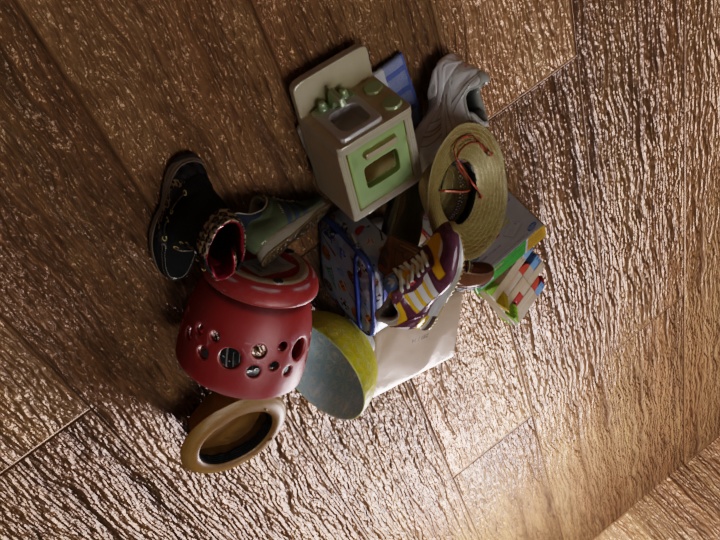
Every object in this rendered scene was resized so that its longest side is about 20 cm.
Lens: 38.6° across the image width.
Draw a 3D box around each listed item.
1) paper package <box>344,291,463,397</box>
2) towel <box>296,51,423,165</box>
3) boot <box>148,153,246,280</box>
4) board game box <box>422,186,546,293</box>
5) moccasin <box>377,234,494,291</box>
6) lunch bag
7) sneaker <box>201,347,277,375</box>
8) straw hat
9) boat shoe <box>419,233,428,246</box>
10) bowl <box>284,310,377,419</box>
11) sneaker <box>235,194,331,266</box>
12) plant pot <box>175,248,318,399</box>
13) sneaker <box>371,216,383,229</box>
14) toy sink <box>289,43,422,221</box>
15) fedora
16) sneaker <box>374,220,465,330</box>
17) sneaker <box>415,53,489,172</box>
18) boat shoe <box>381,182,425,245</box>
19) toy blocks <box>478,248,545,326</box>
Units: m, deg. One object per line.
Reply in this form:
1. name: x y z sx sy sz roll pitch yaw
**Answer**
1. paper package: 0.077 0.104 1.866 0.198 0.104 0.192 -24 139 -25
2. towel: 0.001 -0.220 1.546 0.199 0.024 0.147 -38 141 -10
3. boot: -0.223 -0.039 1.410 0.072 0.151 0.202 -8 131 -37
4. board game box: 0.185 -0.084 1.697 0.153 0.200 0.040 -39 152 -3
5. moccasin: 0.120 -0.017 1.570 0.199 0.074 0.079 11 102 -24
6. lunch bag: 0.000 0.000 1.645 0.075 0.160 0.201 -27 141 -20
7. sneaker: -0.215 0.166 1.672 0.199 0.089 0.079 24 66 -55
8. straw hat: 0.134 -0.120 1.548 0.200 0.084 0.204 -9 102 -44
9. boat shoe: 0.107 -0.057 1.773 0.200 0.072 0.065 -41 114 3
10. bowl: -0.038 0.140 1.743 0.108 0.199 0.202 -40 147 -35
11. sneaker: -0.121 -0.085 1.526 0.067 0.090 0.200 -51 176 35
12. plant pot: -0.165 0.062 1.534 0.199 0.200 0.185 -6 121 -38
13. sneaker: 0.068 0.005 1.701 0.077 0.202 0.099 -27 -172 6
14. toy sink: -0.001 -0.193 1.461 0.130 0.112 0.201 -33 139 -16
15. fedora: -0.225 0.258 1.752 0.199 0.082 0.202 -24 142 -20
16. sneaker: 0.082 0.012 1.470 0.089 0.075 0.201 4 131 -19
17. sneaker: 0.143 -0.220 1.572 0.078 0.099 0.202 -26 134 -49
18. boat shoe: 0.072 -0.107 1.654 0.073 0.064 0.202 32 69 -32
19. toy blocks: 0.302 0.015 2.008 0.137 0.100 0.200 -53 143 -5
